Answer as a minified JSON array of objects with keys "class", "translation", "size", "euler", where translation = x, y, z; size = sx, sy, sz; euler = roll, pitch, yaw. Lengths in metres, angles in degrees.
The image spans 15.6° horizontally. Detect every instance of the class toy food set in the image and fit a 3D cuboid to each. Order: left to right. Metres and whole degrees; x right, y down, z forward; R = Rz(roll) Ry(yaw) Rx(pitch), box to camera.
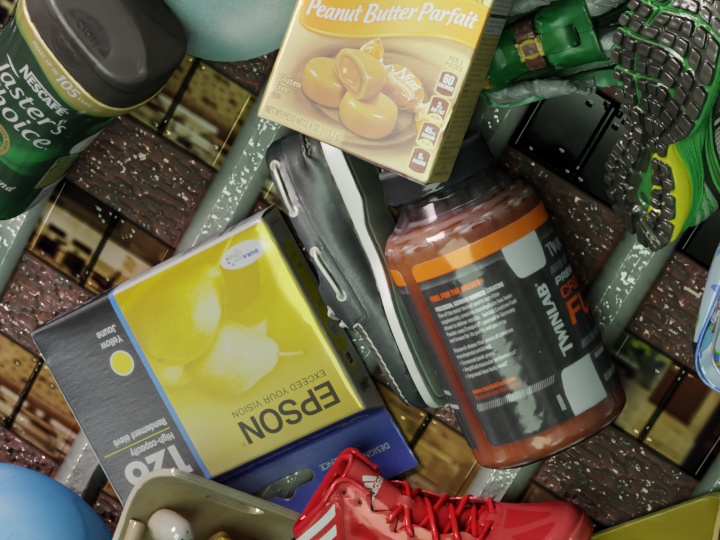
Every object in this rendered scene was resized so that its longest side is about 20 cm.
[{"class":"toy food set","translation":[-0.108,0.240,1.726],"size":[0.060,0.143,0.200],"euler":[16,84,47]}]

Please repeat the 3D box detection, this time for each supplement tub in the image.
[{"class":"supplement tub","translation":[0.083,0.016,1.648],"size":[0.107,0.107,0.200],"euler":[-21,99,22]}]

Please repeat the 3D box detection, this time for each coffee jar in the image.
[{"class":"coffee jar","translation":[-0.198,-0.120,1.679],"size":[0.104,0.085,0.200],"euler":[51,133,-1]}]

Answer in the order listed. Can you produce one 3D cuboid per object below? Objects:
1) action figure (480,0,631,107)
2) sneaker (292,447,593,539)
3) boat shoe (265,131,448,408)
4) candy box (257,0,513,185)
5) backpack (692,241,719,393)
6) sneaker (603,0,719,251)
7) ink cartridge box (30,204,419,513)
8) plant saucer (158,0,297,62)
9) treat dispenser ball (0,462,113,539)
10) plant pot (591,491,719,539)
[{"class":"action figure","translation":[0.128,-0.146,1.616],"size":[0.200,0.055,0.118],"euler":[-17,103,26]},{"class":"sneaker","translation":[0.043,0.165,1.711],"size":[0.200,0.078,0.116],"euler":[-21,114,21]},{"class":"boat shoe","translation":[0.000,0.000,1.692],"size":[0.060,0.076,0.200],"euler":[-21,87,22]},{"class":"candy box","translation":[0.028,-0.164,1.570],"size":[0.115,0.055,0.200],"euler":[22,100,13]},{"class":"backpack","translation":[0.302,-0.004,1.549],"size":[0.183,0.147,0.200],"euler":[18,107,9]},{"class":"sneaker","translation":[0.198,-0.106,1.563],"size":[0.078,0.085,0.200],"euler":[46,150,30]},{"class":"ink cartridge box","translation":[-0.093,0.086,1.761],"size":[0.197,0.047,0.200],"euler":[-26,94,22]},{"class":"plant saucer","translation":[-0.099,-0.228,1.641],"size":[0.201,0.039,0.201],"euler":[7,103,33]},{"class":"treat dispenser ball","translation":[-0.254,0.229,1.770],"size":[0.200,0.201,0.201],"euler":[5,108,17]},{"class":"plant pot","translation":[0.170,0.289,1.666],"size":[0.200,0.200,0.177],"euler":[-22,111,22]}]
